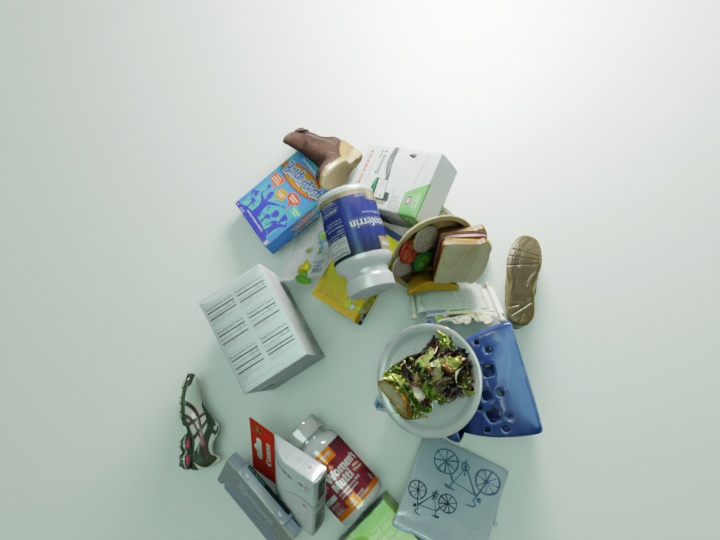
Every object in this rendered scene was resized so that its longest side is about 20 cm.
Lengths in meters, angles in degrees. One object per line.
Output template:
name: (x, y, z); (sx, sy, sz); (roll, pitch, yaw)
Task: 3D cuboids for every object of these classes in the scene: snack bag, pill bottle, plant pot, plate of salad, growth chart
snack bag: (0.179, 0.443, 1.032); (0.186, 0.022, 0.201); (23, 57, 8)
pill bottle: (-0.005, -0.054, 1.024); (0.114, 0.116, 0.203); (-17, 78, 4)
plant pot: (0.231, 0.219, 1.021); (0.177, 0.200, 0.203); (-16, 78, 11)
plate of salad: (0.116, 0.196, 0.944); (0.197, 0.048, 0.204); (-4, 82, 25)
growth chart: (0.192, 0.064, 1.095); (0.196, 0.018, 0.146); (0, 37, 6)
pill bottle: (-0.060, 0.395, 1.066); (0.110, 0.110, 0.200); (-45, 79, -2)

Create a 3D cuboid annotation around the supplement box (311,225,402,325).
supplement box: (0.000, 0.000, 1.128); (0.109, 0.109, 0.202); (30, 85, 11)

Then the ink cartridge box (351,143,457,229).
ink cartridge box: (0.081, -0.176, 1.119); (0.198, 0.084, 0.148); (18, 81, 39)

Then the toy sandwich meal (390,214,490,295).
toy sandwich meal: (0.158, -0.021, 1.048); (0.203, 0.206, 0.071); (-28, 46, 1)

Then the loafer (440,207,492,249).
loafer: (0.185, -0.080, 1.136); (0.199, 0.076, 0.069); (33, 80, 11)

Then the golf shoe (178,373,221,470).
golf shoe: (-0.347, 0.323, 1.145); (0.087, 0.077, 0.204); (-2, 82, -14)

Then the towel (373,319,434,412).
towel: (0.103, 0.199, 1.061); (0.024, 0.147, 0.201); (33, 85, 25)

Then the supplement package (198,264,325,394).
supplement package: (-0.195, 0.125, 1.089); (0.146, 0.191, 0.202); (-31, 77, 0)

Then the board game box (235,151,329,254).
board game box: (-0.164, -0.158, 1.192); (0.199, 0.045, 0.152); (-40, 62, -1)

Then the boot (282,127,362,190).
boot: (-0.100, -0.248, 1.158); (0.164, 0.200, 0.073); (23, 123, 11)

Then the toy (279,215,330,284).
toy: (-0.092, -0.053, 1.147); (0.114, 0.047, 0.202); (-8, 46, 31)

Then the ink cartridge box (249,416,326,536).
ink cartridge box: (-0.155, 0.402, 1.037); (0.198, 0.057, 0.165); (21, 126, 24)

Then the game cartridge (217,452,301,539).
game cartridge: (-0.206, 0.468, 1.070); (0.200, 0.130, 0.038); (45, 44, 12)

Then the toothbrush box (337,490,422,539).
toothbrush box: (0.064, 0.566, 1.034); (0.145, 0.086, 0.200); (-43, 79, -2)

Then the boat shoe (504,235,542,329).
boat shoe: (0.331, 0.025, 1.104); (0.073, 0.067, 0.203); (13, 67, 10)
